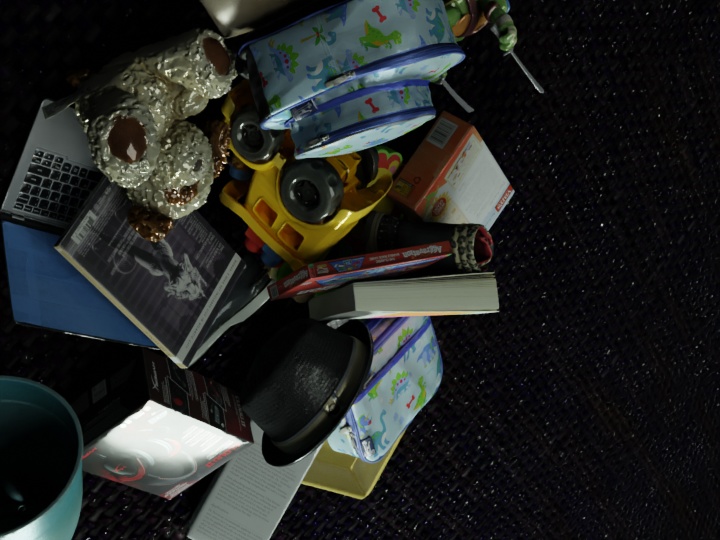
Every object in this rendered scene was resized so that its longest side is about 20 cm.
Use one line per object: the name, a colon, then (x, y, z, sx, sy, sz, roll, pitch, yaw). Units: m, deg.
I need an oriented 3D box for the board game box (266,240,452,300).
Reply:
board game box: (0.000, 0.000, 1.238, 0.198, 0.103, 0.020, -10, 82, -34)

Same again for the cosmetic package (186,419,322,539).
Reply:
cosmetic package: (-0.138, 0.276, 1.412, 0.101, 0.071, 0.202, 30, 94, -7)

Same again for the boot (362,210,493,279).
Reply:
boot: (0.100, -0.010, 1.386, 0.204, 0.151, 0.075, 50, 50, -59)

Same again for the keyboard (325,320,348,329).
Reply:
keyboard: (-0.023, 0.146, 1.447, 0.056, 0.011, 0.202, -33, 130, -23)

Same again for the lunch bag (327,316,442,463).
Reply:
lunch bag: (0.024, 0.140, 1.420, 0.200, 0.082, 0.163, -41, 130, -37)

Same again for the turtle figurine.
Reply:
turtle figurine: (0.119, -0.267, 1.313, 0.192, 0.143, 0.203, -13, 118, -32)

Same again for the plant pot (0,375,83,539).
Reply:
plant pot: (-0.384, 0.249, 1.135, 0.198, 0.200, 0.190, -27, 143, -28)

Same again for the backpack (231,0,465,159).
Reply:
backpack: (0.003, -0.201, 1.075, 0.149, 0.198, 0.183, 68, 23, -1)

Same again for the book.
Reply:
book: (0.052, 0.039, 1.318, 0.197, 0.133, 0.049, -2, 82, -27)

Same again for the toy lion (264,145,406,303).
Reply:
toy lion: (-0.017, -0.064, 1.372, 0.190, 0.068, 0.203, -1, 114, -49)

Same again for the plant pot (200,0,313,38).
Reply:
plant pot: (-0.097, -0.329, 1.070, 0.172, 0.201, 0.201, -35, 134, 0)

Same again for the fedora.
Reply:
fedora: (-0.076, 0.127, 1.265, 0.091, 0.200, 0.202, 38, 86, -22)

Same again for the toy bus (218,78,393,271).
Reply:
toy bus: (-0.093, -0.096, 1.224, 0.192, 0.200, 0.136, -49, 177, 35)

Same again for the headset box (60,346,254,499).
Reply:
headset box: (-0.233, 0.188, 1.264, 0.148, 0.076, 0.199, -34, 140, 19)

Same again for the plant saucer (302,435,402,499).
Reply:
plant saucer: (-0.017, 0.215, 1.531, 0.199, 0.048, 0.202, 26, 94, -46)

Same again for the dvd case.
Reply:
dvd case: (-0.218, -0.016, 1.146, 0.200, 0.016, 0.150, 49, 51, -31)

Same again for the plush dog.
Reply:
plush dog: (-0.210, -0.127, 1.079, 0.201, 0.159, 0.173, -55, 136, -36)

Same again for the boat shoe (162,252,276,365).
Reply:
boat shoe: (-0.189, 0.061, 1.286, 0.200, 0.076, 0.060, -42, 97, -3)

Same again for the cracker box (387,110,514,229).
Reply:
cracker box: (0.125, -0.105, 1.444, 0.135, 0.057, 0.200, -55, 147, -5)

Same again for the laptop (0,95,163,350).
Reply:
laptop: (-0.265, -0.045, 1.116, 0.186, 0.115, 0.202, 16, 102, -46)
